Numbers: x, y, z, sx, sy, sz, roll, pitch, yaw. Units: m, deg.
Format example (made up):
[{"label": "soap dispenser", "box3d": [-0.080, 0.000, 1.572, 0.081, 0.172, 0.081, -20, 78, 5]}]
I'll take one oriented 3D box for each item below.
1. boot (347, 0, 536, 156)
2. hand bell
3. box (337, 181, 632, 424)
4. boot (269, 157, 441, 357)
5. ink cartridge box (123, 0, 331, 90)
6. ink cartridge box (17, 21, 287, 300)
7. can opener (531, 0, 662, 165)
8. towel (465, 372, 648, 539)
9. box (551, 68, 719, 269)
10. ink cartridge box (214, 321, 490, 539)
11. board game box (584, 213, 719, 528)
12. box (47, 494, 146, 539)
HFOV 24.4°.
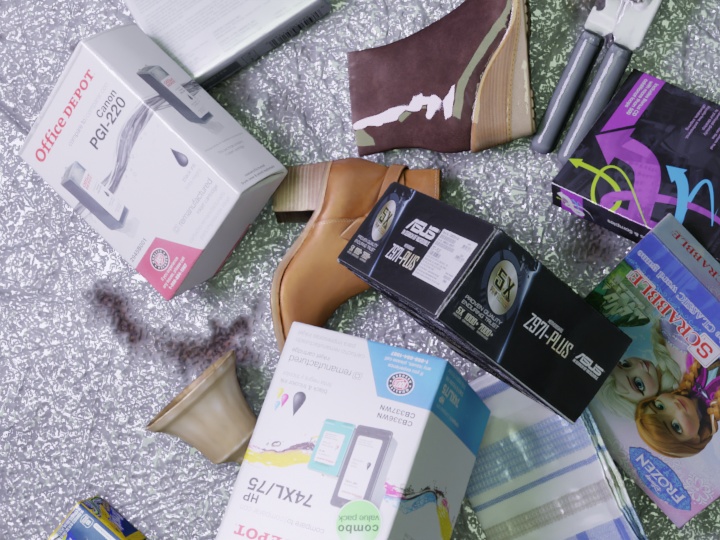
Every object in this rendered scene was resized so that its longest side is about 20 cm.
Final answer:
[{"label": "boot", "box3d": [0.068, -0.202, 1.474, 0.165, 0.072, 0.202, -4, 84, 10]}, {"label": "hand bell", "box3d": [-0.087, 0.180, 1.479, 0.104, 0.104, 0.200, -40, 95, 4]}, {"label": "box", "box3d": [0.097, 0.022, 1.359, 0.164, 0.200, 0.086, 38, 86, -26]}, {"label": "boot", "box3d": [0.000, 0.000, 1.479, 0.154, 0.077, 0.202, 0, 80, 4]}, {"label": "ink cartridge box", "box3d": [-0.144, -0.282, 1.526, 0.160, 0.047, 0.201, -32, 78, 6]}, {"label": "ink cartridge box", "box3d": [-0.186, -0.097, 1.470, 0.200, 0.085, 0.146, 44, 124, 10]}, {"label": "can opener", "box3d": [0.214, -0.188, 1.463, 0.052, 0.066, 0.201, 27, 99, 12]}, {"label": "towel", "box3d": [0.151, 0.177, 1.439, 0.146, 0.024, 0.201, -29, 83, 30]}, {"label": "box", "box3d": [0.281, -0.077, 1.403, 0.199, 0.036, 0.143, 27, 66, 24]}, {"label": "ink cartridge box", "box3d": [-0.003, 0.172, 1.378, 0.146, 0.146, 0.201, 12, 73, 23]}, {"label": "board game box", "box3d": [0.262, 0.088, 1.387, 0.200, 0.041, 0.200, 47, 134, 9]}, {"label": "box", "box3d": [-0.283, 0.299, 1.495, 0.064, 0.070, 0.200, 39, 93, 6]}]
